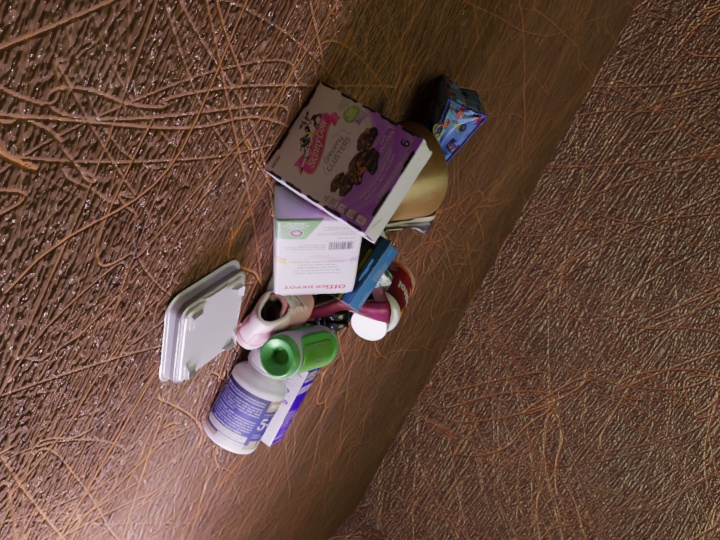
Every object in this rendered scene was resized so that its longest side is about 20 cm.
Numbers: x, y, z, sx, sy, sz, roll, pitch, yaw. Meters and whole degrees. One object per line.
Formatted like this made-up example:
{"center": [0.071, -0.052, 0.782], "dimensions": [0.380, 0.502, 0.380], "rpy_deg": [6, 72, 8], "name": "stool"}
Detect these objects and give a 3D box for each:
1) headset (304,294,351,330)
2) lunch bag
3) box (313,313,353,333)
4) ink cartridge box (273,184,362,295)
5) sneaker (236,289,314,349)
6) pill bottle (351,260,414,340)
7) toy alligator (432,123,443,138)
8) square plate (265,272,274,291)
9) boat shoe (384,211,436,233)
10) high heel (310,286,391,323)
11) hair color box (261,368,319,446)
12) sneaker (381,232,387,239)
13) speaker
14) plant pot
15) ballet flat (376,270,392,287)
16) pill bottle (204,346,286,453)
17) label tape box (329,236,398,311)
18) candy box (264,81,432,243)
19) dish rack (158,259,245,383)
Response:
{"center": [-0.075, 0.077, 1.589], "dimensions": [0.200, 0.093, 0.124], "rpy_deg": [-48, 138, -55], "name": "headset"}
{"center": [0.173, -0.287, 1.524], "dimensions": [0.151, 0.094, 0.201], "rpy_deg": [-89, -156, -58], "name": "lunch bag"}
{"center": [-0.044, 0.086, 1.743], "dimensions": [0.200, 0.036, 0.144], "rpy_deg": [-40, 155, -38], "name": "box"}
{"center": [-0.077, -0.050, 1.231], "dimensions": [0.201, 0.144, 0.084], "rpy_deg": [100, -14, -51], "name": "ink cartridge box"}
{"center": [-0.143, 0.073, 1.365], "dimensions": [0.200, 0.075, 0.105], "rpy_deg": [-32, 167, -46], "name": "sneaker"}
{"center": [0.050, 0.071, 1.666], "dimensions": [0.200, 0.112, 0.113], "rpy_deg": [-58, 170, -53], "name": "pill bottle"}
{"center": [0.109, -0.213, 1.461], "dimensions": [0.201, 0.059, 0.054], "rpy_deg": [-61, -158, 14], "name": "toy alligator"}
{"center": [-0.089, -0.052, 1.403], "dimensions": [0.201, 0.028, 0.198], "rpy_deg": [-63, 161, 19], "name": "square plate"}
{"center": [0.062, -0.100, 1.515], "dimensions": [0.198, 0.073, 0.063], "rpy_deg": [-5, 135, -16], "name": "boat shoe"}
{"center": [-0.026, 0.093, 1.509], "dimensions": [0.199, 0.097, 0.067], "rpy_deg": [-16, -169, -16], "name": "high heel"}
{"center": [-0.183, 0.266, 1.561], "dimensions": [0.201, 0.109, 0.065], "rpy_deg": [-62, 162, 17], "name": "hair color box"}
{"center": [0.020, -0.064, 1.624], "dimensions": [0.071, 0.073, 0.200], "rpy_deg": [-43, 150, -13], "name": "sneaker"}
{"center": [-0.112, 0.154, 1.377], "dimensions": [0.089, 0.088, 0.200], "rpy_deg": [-61, 161, 12], "name": "speaker"}
{"center": [0.028, -0.164, 1.319], "dimensions": [0.199, 0.186, 0.187], "rpy_deg": [-23, 144, -39], "name": "plant pot"}
{"center": [0.005, 0.006, 1.514], "dimensions": [0.075, 0.074, 0.200], "rpy_deg": [-57, -158, 0], "name": "ballet flat"}
{"center": [-0.217, 0.250, 1.428], "dimensions": [0.201, 0.119, 0.120], "rpy_deg": [-60, 162, 10], "name": "pill bottle"}
{"center": [0.000, 0.000, 1.388], "dimensions": [0.145, 0.063, 0.200], "rpy_deg": [-56, -154, -3], "name": "label tape box"}
{"center": [-0.020, -0.168, 1.106], "dimensions": [0.168, 0.199, 0.072], "rpy_deg": [-57, 162, 1], "name": "candy box"}
{"center": [-0.254, 0.093, 1.189], "dimensions": [0.171, 0.043, 0.201], "rpy_deg": [-37, 153, -45], "name": "dish rack"}
